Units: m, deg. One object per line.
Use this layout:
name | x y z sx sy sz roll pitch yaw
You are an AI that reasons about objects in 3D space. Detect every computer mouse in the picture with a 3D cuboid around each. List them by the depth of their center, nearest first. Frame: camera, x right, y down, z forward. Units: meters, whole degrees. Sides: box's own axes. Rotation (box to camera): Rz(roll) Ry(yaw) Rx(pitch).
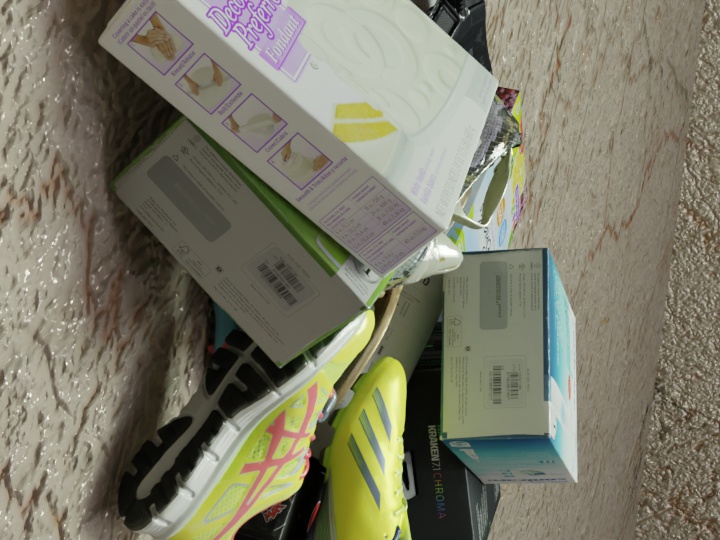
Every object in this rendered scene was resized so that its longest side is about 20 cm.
computer mouse | 0.074 -0.189 1.049 0.141 0.046 0.201 -55 150 -31

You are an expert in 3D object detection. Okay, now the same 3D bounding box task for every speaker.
speaker | 0.004 0.067 1.104 0.201 0.081 0.081 -64 157 -18

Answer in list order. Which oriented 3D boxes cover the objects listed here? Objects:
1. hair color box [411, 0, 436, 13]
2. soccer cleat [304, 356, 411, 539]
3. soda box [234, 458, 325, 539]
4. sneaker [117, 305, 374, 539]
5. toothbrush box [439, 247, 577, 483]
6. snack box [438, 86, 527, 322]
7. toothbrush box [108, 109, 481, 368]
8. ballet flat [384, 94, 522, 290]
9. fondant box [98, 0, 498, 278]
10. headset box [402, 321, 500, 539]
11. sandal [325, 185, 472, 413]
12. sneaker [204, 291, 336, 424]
hair color box | 0.008 -0.197 1.023 0.102 0.061 0.201 80 28 -48
soccer cleat | 0.007 0.162 0.999 0.065 0.083 0.201 42 65 -69
soda box | -0.053 0.195 1.081 0.200 0.063 0.071 64 41 -62
sneaker | -0.057 0.096 0.883 0.200 0.078 0.090 -47 125 0
toothbrush box | 0.122 0.083 1.126 0.200 0.085 0.147 55 35 -67
snack box | 0.101 -0.052 1.366 0.169 0.067 0.201 75 34 -54
toothbrush box | -0.031 -0.065 0.845 0.146 0.086 0.200 48 38 -10
ballet flat | 0.055 -0.040 0.987 0.201 0.072 0.072 -54 153 -22
fondant box | -0.025 -0.113 0.772 0.058 0.200 0.145 -38 -160 40
headset box | 0.060 0.150 1.229 0.200 0.092 0.175 -45 129 -74
sandal | -0.002 0.001 1.030 0.212 0.070 0.078 -57 -169 -17
sneaker | -0.048 0.018 0.940 0.079 0.095 0.201 -54 150 -51
